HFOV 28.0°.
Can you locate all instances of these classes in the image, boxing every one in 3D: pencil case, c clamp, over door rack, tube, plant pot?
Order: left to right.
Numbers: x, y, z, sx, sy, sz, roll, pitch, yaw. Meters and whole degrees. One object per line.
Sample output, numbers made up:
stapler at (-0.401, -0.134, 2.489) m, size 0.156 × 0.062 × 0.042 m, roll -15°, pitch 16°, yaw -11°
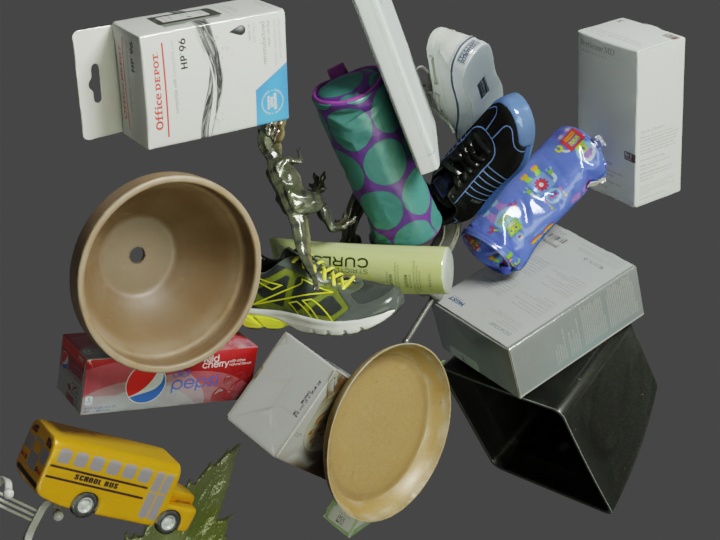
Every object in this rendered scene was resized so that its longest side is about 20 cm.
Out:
over door rack at (-0.409, 0.300, 1.462) m, size 0.148 × 0.067 × 0.200 m, roll 36°, pitch 87°, yaw -39°
plant pot at (-0.207, -0.006, 1.448) m, size 0.200 × 0.093 × 0.202 m, roll -12°, pitch 112°, yaw -31°
tube at (0.000, 0.000, 1.565) m, size 0.052 × 0.199 × 0.058 m, roll 33°, pitch 60°, yaw -70°
pencil case at (0.018, -0.120, 1.552) m, size 0.085 × 0.093 × 0.201 m, roll -22°, pitch 120°, yaw 2°
plant pot at (0.025, 0.174, 1.571) m, size 0.200 × 0.027 × 0.201 m, roll -18°, pitch 115°, yaw -45°
c clamp at (0.044, -0.025, 1.665) m, size 0.200 × 0.027 × 0.171 m, roll 37°, pitch 86°, yaw -39°
pencil case at (0.212, -0.083, 1.723) m, size 0.200 × 0.087 × 0.078 m, roll -46°, pitch 162°, yaw -9°
plant pot at (0.252, 0.148, 1.795) m, size 0.178 × 0.199 × 0.200 m, roll -49°, pitch 130°, yaw -22°

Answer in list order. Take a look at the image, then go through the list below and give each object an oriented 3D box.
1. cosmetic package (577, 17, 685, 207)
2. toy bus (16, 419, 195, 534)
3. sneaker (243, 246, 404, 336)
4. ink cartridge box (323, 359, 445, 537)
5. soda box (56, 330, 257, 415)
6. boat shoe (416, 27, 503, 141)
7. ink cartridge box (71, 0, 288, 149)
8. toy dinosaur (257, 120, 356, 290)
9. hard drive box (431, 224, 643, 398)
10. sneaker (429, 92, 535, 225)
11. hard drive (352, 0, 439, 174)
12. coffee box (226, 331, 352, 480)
cosmetic package at (0.324, -0.191, 1.738) m, size 0.081 × 0.113 × 0.201 m, roll -21°, pitch 119°, yaw -27°
toy bus at (-0.263, 0.220, 1.532) m, size 0.199 × 0.065 × 0.079 m, roll 20°, pitch 96°, yaw -39°
sneaker at (-0.053, 0.019, 1.528) m, size 0.074 × 0.199 × 0.085 m, roll -50°, pitch 137°, yaw -67°
ink cartridge box at (0.044, 0.206, 1.691) m, size 0.201 × 0.048 × 0.145 m, roll -58°, pitch 165°, yaw 14°
soda box at (-0.211, 0.101, 1.512) m, size 0.199 × 0.070 × 0.064 m, roll -3°, pitch 112°, yaw -34°
boat shoe at (0.101, -0.206, 1.600) m, size 0.075 × 0.086 × 0.202 m, roll -53°, pitch 159°, yaw -10°
ink cartridge box at (-0.173, -0.190, 1.413) m, size 0.199 × 0.068 × 0.117 m, roll -17°, pitch 118°, yaw -29°
toy dinosaur at (-0.056, -0.072, 1.527) m, size 0.088 × 0.047 × 0.201 m, roll -4°, pitch 71°, yaw -50°
hard drive box at (0.212, 0.044, 1.733) m, size 0.199 × 0.156 × 0.077 m, roll -30°, pitch 125°, yaw -20°
sneaker at (0.126, -0.114, 1.594) m, size 0.078 × 0.070 × 0.200 m, roll -21°, pitch 154°, yaw -30°
hard drive at (0.037, -0.216, 1.503) m, size 0.027 × 0.132 × 0.201 m, roll -18°, pitch 118°, yaw 10°
coffee box at (-0.051, 0.158, 1.598) m, size 0.115 × 0.080 × 0.200 m, roll -54°, pitch 154°, yaw -3°
